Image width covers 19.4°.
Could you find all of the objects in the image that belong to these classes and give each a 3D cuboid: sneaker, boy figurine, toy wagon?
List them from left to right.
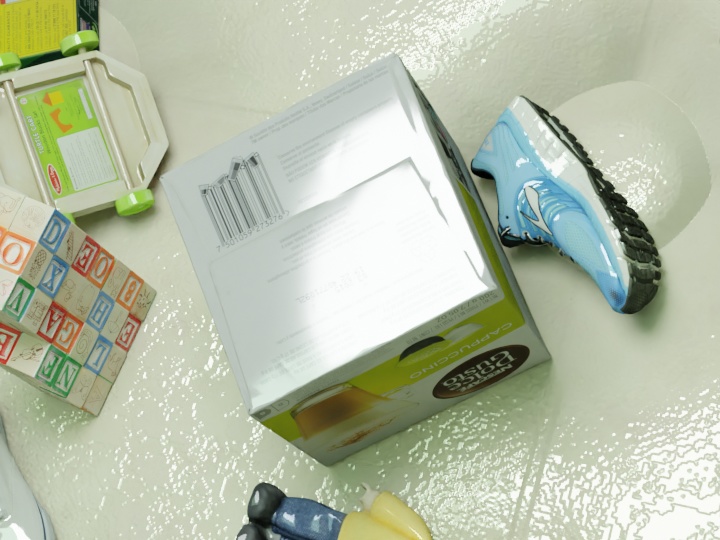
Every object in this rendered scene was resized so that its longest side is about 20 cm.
[{"bbox_3d":[-0.304,0.174,1.680,0.073,0.071,0.200,-32,65,6],"label":"sneaker"},{"bbox_3d":[-0.262,-0.105,1.729,0.199,0.040,0.156,-17,81,-16],"label":"toy wagon"},{"bbox_3d":[0.005,0.223,1.563,0.199,0.064,0.125,16,75,26],"label":"boy figurine"},{"bbox_3d":[0.153,-0.037,1.607,0.090,0.078,0.200,-43,56,16],"label":"sneaker"}]

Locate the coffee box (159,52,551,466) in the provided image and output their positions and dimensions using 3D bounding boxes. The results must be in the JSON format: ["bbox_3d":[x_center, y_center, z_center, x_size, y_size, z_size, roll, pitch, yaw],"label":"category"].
[{"bbox_3d":[0.000,0.000,1.566,0.199,0.198,0.201,-26,67,8],"label":"coffee box"}]

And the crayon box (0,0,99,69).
[{"bbox_3d":[-0.327,-0.223,1.837,0.199,0.051,0.127,-9,69,15],"label":"crayon box"}]

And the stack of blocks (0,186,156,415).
[{"bbox_3d":[-0.243,0.027,1.639,0.058,0.200,0.115,21,78,23],"label":"stack of blocks"}]
